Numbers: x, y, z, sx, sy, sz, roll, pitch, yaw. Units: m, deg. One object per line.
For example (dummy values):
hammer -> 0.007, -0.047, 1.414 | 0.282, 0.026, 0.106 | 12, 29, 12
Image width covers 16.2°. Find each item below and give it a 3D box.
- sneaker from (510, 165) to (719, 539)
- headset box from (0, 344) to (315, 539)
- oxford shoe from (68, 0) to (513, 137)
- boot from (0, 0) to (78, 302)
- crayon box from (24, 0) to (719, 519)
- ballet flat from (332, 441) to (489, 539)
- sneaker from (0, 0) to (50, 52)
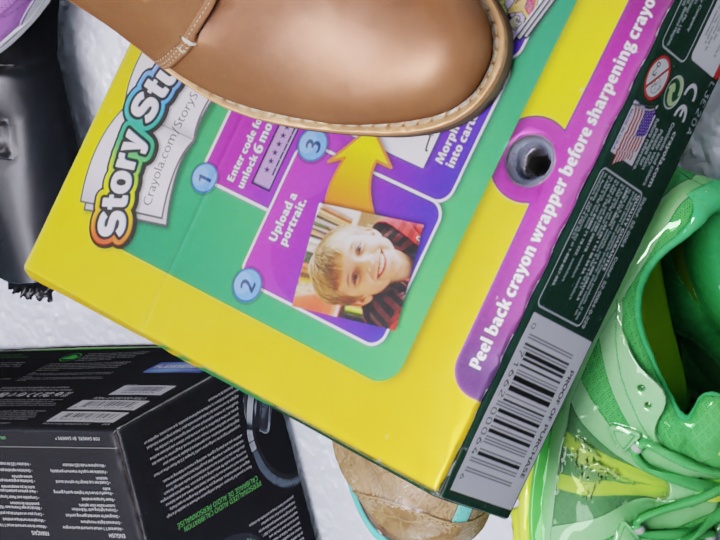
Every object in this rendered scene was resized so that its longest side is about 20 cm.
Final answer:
sneaker -> 0.096, 0.059, 0.822 | 0.083, 0.074, 0.201 | 8, 113, 42
headset box -> -0.102, 0.139, 1.011 | 0.173, 0.093, 0.201 | -3, 107, 41
oxford shoe -> -0.051, -0.092, 0.747 | 0.199, 0.071, 0.072 | 22, 90, 12
boot -> -0.192, -0.077, 1.004 | 0.199, 0.076, 0.169 | 10, 111, 31
crayon box -> 0.010, -0.051, 0.794 | 0.172, 0.058, 0.201 | 26, 90, 31
ballet flat -> 0.000, 0.000, 0.856 | 0.072, 0.067, 0.201 | -58, 43, 37
sneaker -> -0.127, -0.120, 0.860 | 0.200, 0.114, 0.073 | -39, 99, 23
